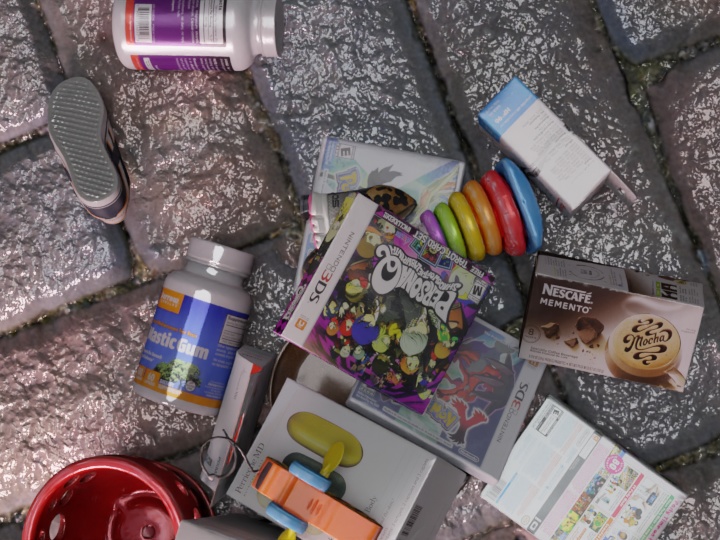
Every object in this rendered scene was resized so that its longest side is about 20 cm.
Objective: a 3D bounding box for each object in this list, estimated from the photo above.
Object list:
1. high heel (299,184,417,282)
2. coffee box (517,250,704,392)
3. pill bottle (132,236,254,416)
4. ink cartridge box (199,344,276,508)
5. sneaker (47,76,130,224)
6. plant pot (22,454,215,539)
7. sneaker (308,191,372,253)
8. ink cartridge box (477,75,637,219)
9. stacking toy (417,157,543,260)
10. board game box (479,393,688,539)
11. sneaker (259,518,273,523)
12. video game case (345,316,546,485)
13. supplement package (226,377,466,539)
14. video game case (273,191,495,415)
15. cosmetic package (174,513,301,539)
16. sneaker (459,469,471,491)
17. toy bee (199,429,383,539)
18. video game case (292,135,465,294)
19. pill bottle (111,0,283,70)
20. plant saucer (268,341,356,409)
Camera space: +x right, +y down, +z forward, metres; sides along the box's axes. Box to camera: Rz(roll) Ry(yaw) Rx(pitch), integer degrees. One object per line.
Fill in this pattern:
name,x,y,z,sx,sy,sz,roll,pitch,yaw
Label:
high heel,0.002,-0.004,1.703,0.141,0.071,0.202,-5,77,8
coffee box,0.293,0.058,1.676,0.198,0.080,0.114,12,113,6
pill bottle,-0.196,0.066,1.725,0.111,0.112,0.201,16,89,6
ink cartridge box,-0.153,0.178,1.662,0.047,0.200,0.161,18,94,4
sneaker,-0.338,-0.145,1.776,0.078,0.080,0.201,-18,60,-1
plant pot,-0.275,0.315,1.679,0.199,0.182,0.202,-1,86,9
sneaker,0.000,0.000,1.640,0.087,0.074,0.201,-13,89,3
ink cartridge box,0.232,-0.129,1.692,0.068,0.116,0.200,-45,83,2
stacking toy,0.110,-0.045,1.692,0.199,0.110,0.117,-22,87,-3
board game box,0.264,0.264,1.693,0.200,0.064,0.148,36,92,8
sneaker,-0.073,0.376,1.711,0.114,0.075,0.200,-41,81,5
video game case,0.106,0.129,1.681,0.199,0.023,0.183,28,59,-1
supplement package,-0.013,0.243,1.613,0.199,0.151,0.152,26,83,22
video game case,0.029,0.038,1.599,0.199,0.036,0.182,31,85,-20
cosmetic package,-0.134,0.328,1.595,0.106,0.200,0.091,16,84,17
sneaker,0.073,0.262,1.705,0.078,0.077,0.200,38,90,8
toy bee,-0.068,0.227,1.510,0.131,0.109,0.200,-39,93,-4
video game case,0.023,-0.052,1.755,0.181,0.022,0.202,11,87,6
pill bottle,-0.197,-0.302,1.747,0.198,0.112,0.113,2,87,5
plant saucer,-0.012,0.150,1.740,0.199,0.037,0.202,0,87,6
